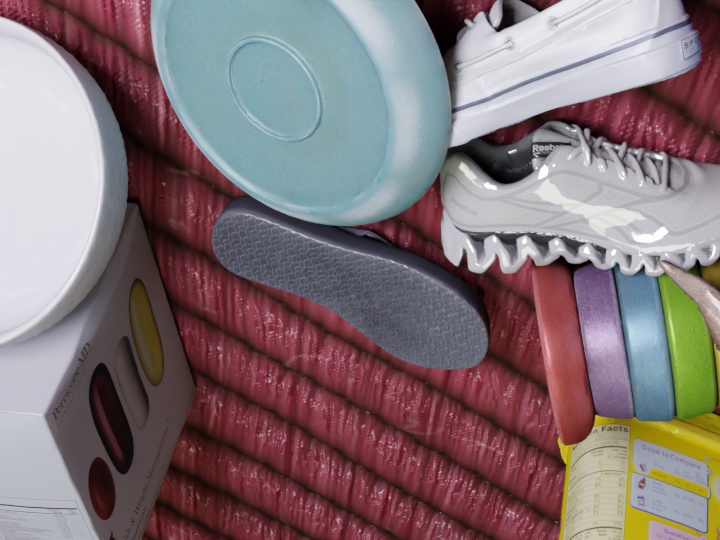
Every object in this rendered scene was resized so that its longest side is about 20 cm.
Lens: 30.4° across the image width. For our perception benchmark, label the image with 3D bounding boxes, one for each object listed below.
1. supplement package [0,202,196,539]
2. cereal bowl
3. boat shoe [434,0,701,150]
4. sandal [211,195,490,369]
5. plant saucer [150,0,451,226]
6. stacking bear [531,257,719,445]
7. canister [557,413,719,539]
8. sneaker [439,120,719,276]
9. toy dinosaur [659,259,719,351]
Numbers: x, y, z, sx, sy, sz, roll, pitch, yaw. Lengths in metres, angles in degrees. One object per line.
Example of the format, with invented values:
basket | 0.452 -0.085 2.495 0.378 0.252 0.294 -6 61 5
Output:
supplement package | -0.224 0.085 0.916 0.146 0.192 0.201 3 137 12
cereal bowl | -0.228 -0.051 0.810 0.199 0.201 0.083 2 179 14
boat shoe | 0.086 -0.116 0.717 0.199 0.073 0.067 -15 100 33
sandal | 0.000 -0.001 0.879 0.199 0.043 0.076 27 130 2
plant saucer | -0.043 -0.105 0.735 0.199 0.027 0.201 22 135 23
stacking bear | 0.210 0.033 0.795 0.199 0.122 0.114 -9 177 9
canister | 0.202 0.192 0.894 0.148 0.201 0.087 21 137 -5
sneaker | 0.139 -0.045 0.766 0.199 0.075 0.081 -2 124 16
toy dinosaur | 0.261 0.042 0.709 0.199 0.086 0.136 1 134 17
